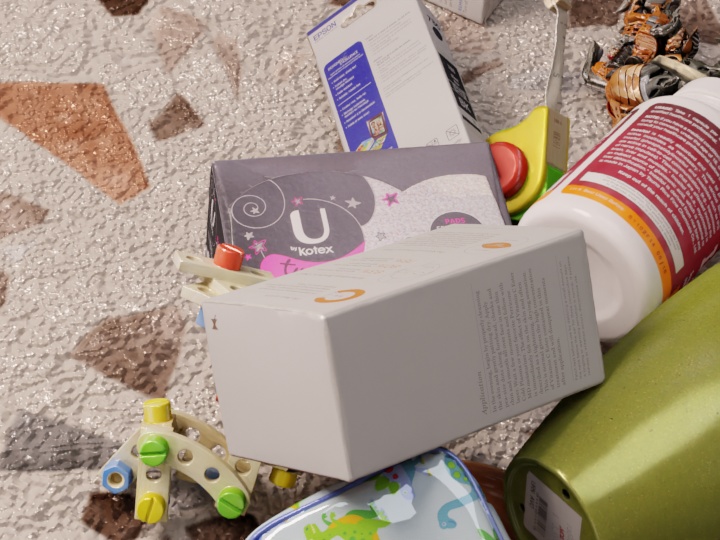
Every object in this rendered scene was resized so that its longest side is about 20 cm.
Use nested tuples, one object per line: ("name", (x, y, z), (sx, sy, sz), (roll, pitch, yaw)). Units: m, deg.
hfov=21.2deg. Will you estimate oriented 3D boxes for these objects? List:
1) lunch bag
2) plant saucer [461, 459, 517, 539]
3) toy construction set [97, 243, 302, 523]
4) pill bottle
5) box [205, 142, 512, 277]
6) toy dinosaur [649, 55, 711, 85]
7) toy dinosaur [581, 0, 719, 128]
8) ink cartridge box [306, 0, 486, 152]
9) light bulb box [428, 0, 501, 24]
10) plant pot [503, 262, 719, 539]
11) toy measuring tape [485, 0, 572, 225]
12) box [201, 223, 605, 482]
("lunch bag", (0.026, 0.212, 1.097), (0.160, 0.082, 0.201), (-27, 79, -3))
("plant saucer", (0.057, 0.210, 1.201), (0.199, 0.038, 0.201), (3, 51, -3))
("toy construction set", (-0.083, 0.072, 1.209), (0.131, 0.201, 0.092), (17, 27, -1))
("pill bottle", (0.203, -0.049, 1.327), (0.113, 0.113, 0.200), (33, 52, 20))
("box", (0.000, 0.000, 1.316), (0.199, 0.115, 0.133), (-5, 51, -10))
("toy dinosaur", (0.309, -0.105, 1.400), (0.200, 0.088, 0.048), (45, 25, -16))
("toy dinosaur", (0.237, -0.134, 1.487), (0.135, 0.102, 0.201), (3, 76, 14))
("ink cartridge box", (0.028, -0.128, 1.440), (0.099, 0.039, 0.201), (-33, 52, 21))
("light bulb box", (0.064, -0.340, 1.595), (0.199, 0.125, 0.198), (27, 54, 16))
("plant pot", (0.193, 0.117, 1.190), (0.199, 0.188, 0.187), (-25, 57, -27))
("toy measuring tape", (0.117, -0.106, 1.421), (0.073, 0.074, 0.201), (5, 80, -2))
("box", (0.027, 0.042, 1.133), (0.199, 0.098, 0.124), (-17, 13, -35))
